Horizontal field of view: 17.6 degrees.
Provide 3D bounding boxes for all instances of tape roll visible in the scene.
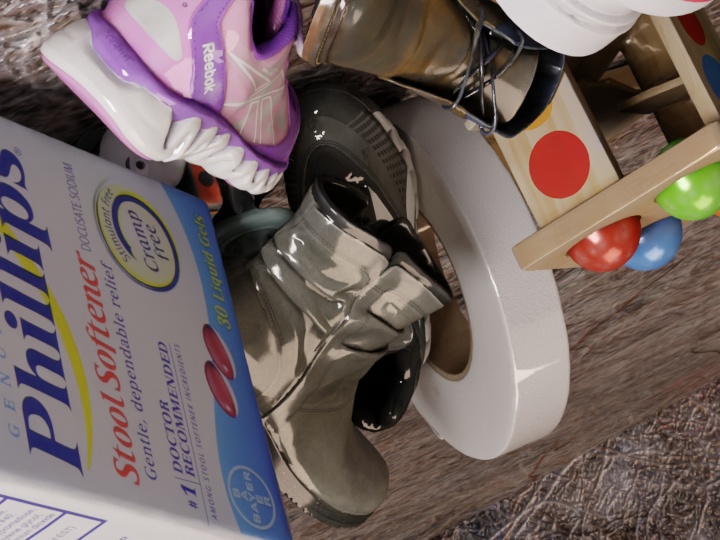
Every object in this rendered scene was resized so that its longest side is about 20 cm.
[{"bbox_3d":[0.048,0.005,1.270,0.037,0.204,0.203,-21,167,-19],"label":"tape roll"}]

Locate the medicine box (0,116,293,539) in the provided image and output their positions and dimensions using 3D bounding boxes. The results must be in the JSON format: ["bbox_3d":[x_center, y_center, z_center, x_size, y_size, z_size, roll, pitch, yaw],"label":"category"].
[{"bbox_3d":[-0.144,0.043,0.972,0.103,0.183,0.199,-32,148,27],"label":"medicine box"}]

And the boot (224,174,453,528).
[{"bbox_3d":[-0.004,0.044,1.136,0.130,0.068,0.200,-35,137,10],"label":"boot"}]

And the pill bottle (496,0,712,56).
[{"bbox_3d":[0.138,-0.173,0.939,0.108,0.109,0.200,-12,161,-47],"label":"pill bottle"}]

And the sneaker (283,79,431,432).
[{"bbox_3d":[0.000,0.000,1.204,0.066,0.201,0.091,-6,-146,8],"label":"sneaker"}]

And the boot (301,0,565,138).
[{"bbox_3d":[0.036,-0.103,0.975,0.200,0.096,0.075,-26,138,-80],"label":"boot"}]

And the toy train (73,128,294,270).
[{"bbox_3d":[-0.111,-0.019,1.150,0.113,0.086,0.200,-8,160,-28],"label":"toy train"}]

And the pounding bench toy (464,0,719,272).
[{"bbox_3d":[0.157,-0.102,1.153,0.199,0.157,0.124,-33,166,27],"label":"pounding bench toy"}]

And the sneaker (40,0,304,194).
[{"bbox_3d":[-0.056,-0.091,0.984,0.089,0.080,0.200,-49,168,8],"label":"sneaker"}]

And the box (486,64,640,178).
[{"bbox_3d":[0.079,-0.068,1.446,0.199,0.021,0.163,-18,165,-33],"label":"box"}]
